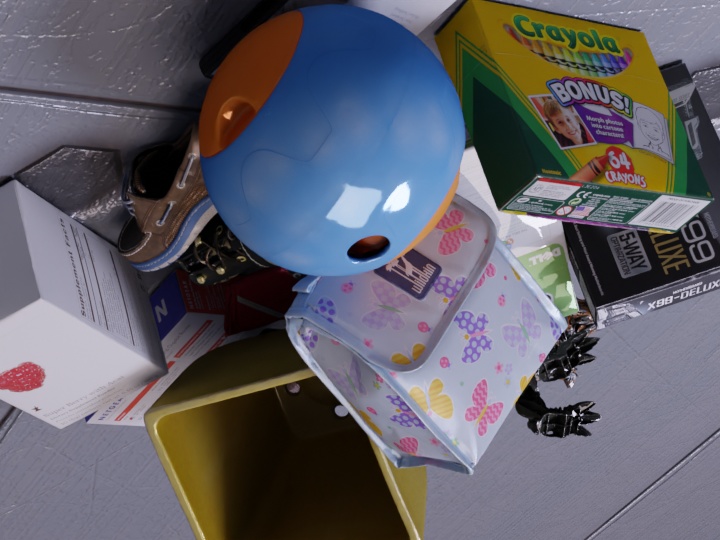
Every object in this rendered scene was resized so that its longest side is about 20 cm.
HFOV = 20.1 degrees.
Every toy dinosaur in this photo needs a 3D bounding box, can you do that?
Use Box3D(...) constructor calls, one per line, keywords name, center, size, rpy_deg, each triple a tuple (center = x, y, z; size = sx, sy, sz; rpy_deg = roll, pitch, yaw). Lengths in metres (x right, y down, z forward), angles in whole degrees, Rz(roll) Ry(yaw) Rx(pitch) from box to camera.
Box3D(name="toy dinosaur", center=(0.145, 0.087, 1.811), size=(0.200, 0.136, 0.102), rpy_deg=(-42, 132, -15))

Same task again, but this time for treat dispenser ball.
Box3D(name="treat dispenser ball", center=(-0.021, -0.096, 1.512), size=(0.199, 0.202, 0.201), rpy_deg=(-15, 151, -8))

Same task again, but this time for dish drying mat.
Box3D(name="dish drying mat", center=(-0.031, 0.005, 1.849), size=(0.199, 0.018, 0.077), rpy_deg=(-19, 142, -20))

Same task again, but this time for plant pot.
Box3D(name="plant pot", center=(-0.049, 0.139, 1.808), size=(0.193, 0.200, 0.197), rpy_deg=(-15, 112, 18))

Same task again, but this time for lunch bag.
Box3D(name="lunch bag", center=(0.048, 0.039, 1.633), size=(0.127, 0.170, 0.200), rpy_deg=(-3, 133, 53))

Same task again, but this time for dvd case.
Box3D(name="dvd case", center=(-0.012, -0.197, 1.572), size=(0.142, 0.018, 0.200), rpy_deg=(12, 139, -45))

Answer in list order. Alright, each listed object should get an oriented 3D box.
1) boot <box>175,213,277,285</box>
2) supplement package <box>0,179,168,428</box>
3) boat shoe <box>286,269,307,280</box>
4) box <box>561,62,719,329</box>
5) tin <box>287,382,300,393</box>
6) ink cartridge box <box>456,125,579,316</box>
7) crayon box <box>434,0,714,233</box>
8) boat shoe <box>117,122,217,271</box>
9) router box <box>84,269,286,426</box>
Box3D(name="boot", center=(-0.094, -0.025, 1.688), size=(0.153, 0.074, 0.204), rpy_deg=(-29, -170, 25))
Box3D(name="supplement package", center=(-0.272, 0.033, 1.706), size=(0.121, 0.120, 0.200), rpy_deg=(-27, 150, 16))
Box3D(name="boat shoe", center=(0.000, 0.000, 1.811), size=(0.056, 0.069, 0.200), rpy_deg=(-13, 159, 27))
Box3D(name="box", center=(0.245, -0.066, 1.766), size=(0.157, 0.201, 0.050), rpy_deg=(-18, 154, -1))
Box3D(name="tin", center=(-0.067, 0.128, 1.993), size=(0.200, 0.042, 0.112), rpy_deg=(-38, 170, -20))
Box3D(name="ink cartridge box", center=(0.116, -0.041, 1.744), size=(0.103, 0.059, 0.201), rpy_deg=(-20, 124, -6))
Box3D(name="crayon box", center=(0.174, -0.124, 1.650), size=(0.199, 0.173, 0.058), rpy_deg=(5, 146, -38))
Box3D(name="boat shoe", center=(-0.156, -0.069, 1.665), size=(0.072, 0.073, 0.200), rpy_deg=(24, 139, -25))
Box3D(name="router box", center=(-0.146, 0.079, 1.938), size=(0.179, 0.049, 0.200), rpy_deg=(7, 142, -39))
